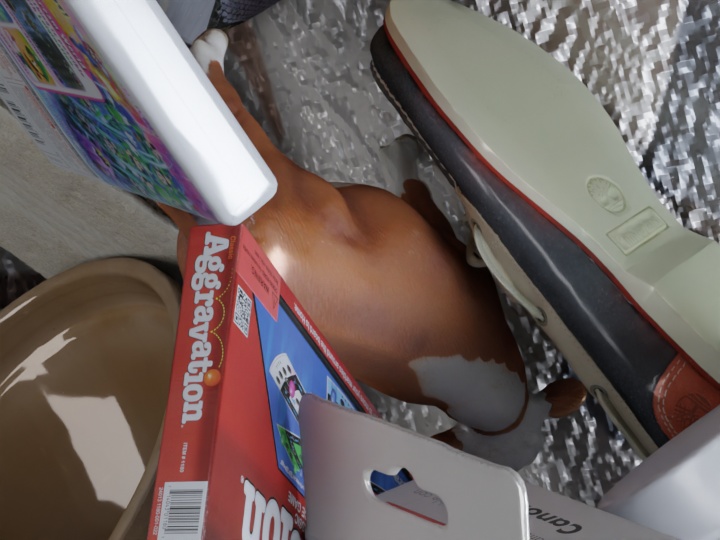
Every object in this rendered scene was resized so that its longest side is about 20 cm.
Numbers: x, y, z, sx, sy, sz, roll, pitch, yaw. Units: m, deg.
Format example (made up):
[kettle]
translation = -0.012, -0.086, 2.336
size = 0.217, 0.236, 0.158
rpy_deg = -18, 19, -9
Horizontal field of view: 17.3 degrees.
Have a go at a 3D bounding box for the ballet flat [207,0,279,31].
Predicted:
[ballet flat]
translation = -0.104, -0.113, 0.934
size = 0.200, 0.072, 0.073
rpy_deg = -10, 98, 49

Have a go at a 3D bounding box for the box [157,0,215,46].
[box]
translation = -0.115, -0.173, 0.885
size = 0.199, 0.048, 0.160
rpy_deg = 13, 83, 45

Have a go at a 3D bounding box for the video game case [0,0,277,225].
[video game case]
translation = -0.115, -0.106, 0.707
size = 0.201, 0.024, 0.182
rpy_deg = 57, 165, -20

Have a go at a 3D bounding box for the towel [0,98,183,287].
[towel]
translation = -0.130, -0.042, 0.935
size = 0.199, 0.035, 0.132
rpy_deg = 35, 156, -15

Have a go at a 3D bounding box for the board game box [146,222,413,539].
[board game box]
translation = -0.017, 0.077, 0.736
size = 0.019, 0.200, 0.104
rpy_deg = -2, 64, 18

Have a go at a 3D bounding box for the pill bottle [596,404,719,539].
[pill bottle]
translation = 0.158, 0.129, 0.697
size = 0.201, 0.111, 0.111
rpy_deg = 56, 138, 3

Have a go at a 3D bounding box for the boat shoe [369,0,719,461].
[boat shoe]
translation = 0.068, -0.010, 0.791
size = 0.200, 0.071, 0.063
rpy_deg = 47, 131, 15

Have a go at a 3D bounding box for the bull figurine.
[bull figurine]
translation = 0.000, 0.000, 0.816
size = 0.065, 0.200, 0.122
rpy_deg = -38, 55, 15

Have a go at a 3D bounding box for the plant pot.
[plant pot]
translation = -0.109, 0.104, 0.913
size = 0.200, 0.202, 0.093
rpy_deg = -5, 142, 48

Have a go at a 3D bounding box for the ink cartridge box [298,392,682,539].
[ink cartridge box]
translation = 0.047, 0.131, 0.689
size = 0.116, 0.067, 0.202
rpy_deg = 16, 119, 54
